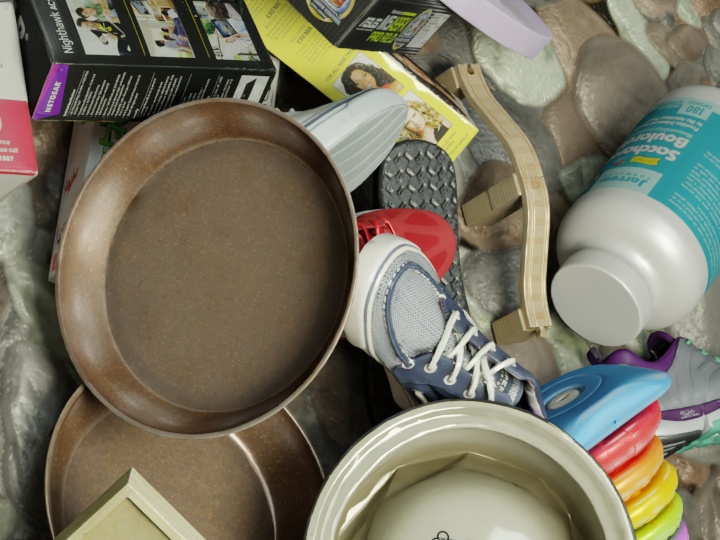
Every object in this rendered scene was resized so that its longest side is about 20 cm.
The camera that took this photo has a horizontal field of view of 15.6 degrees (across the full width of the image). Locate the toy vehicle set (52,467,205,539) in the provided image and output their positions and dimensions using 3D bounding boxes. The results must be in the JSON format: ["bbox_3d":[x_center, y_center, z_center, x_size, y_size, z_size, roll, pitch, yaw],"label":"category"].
[{"bbox_3d":[-0.105,0.225,1.489,0.200,0.124,0.027,46,10,-11],"label":"toy vehicle set"}]

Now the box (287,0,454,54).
[{"bbox_3d":[-0.031,-0.209,1.687,0.160,0.044,0.200,45,13,9],"label":"box"}]

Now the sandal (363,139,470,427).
[{"bbox_3d":[0.034,0.016,1.720,0.075,0.045,0.201,4,80,-22],"label":"sandal"}]

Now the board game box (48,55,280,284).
[{"bbox_3d":[-0.121,-0.066,1.656,0.126,0.035,0.200,21,59,-27],"label":"board game box"}]

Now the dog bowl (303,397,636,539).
[{"bbox_3d":[0.062,0.182,1.567,0.200,0.074,0.201,1,73,-5],"label":"dog bowl"}]

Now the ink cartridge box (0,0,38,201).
[{"bbox_3d":[-0.282,-0.139,1.537,0.145,0.084,0.201,1,71,-36],"label":"ink cartridge box"}]

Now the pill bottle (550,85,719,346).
[{"bbox_3d":[0.209,-0.034,1.835,0.111,0.111,0.200,48,50,-9],"label":"pill bottle"}]

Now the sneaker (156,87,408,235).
[{"bbox_3d":[-0.050,-0.077,1.641,0.071,0.073,0.200,39,42,22],"label":"sneaker"}]

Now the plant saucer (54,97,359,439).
[{"bbox_3d":[-0.085,0.000,1.532,0.034,0.200,0.201,21,53,-63],"label":"plant saucer"}]

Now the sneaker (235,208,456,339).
[{"bbox_3d":[0.000,0.000,1.611,0.200,0.115,0.079,-22,90,-34],"label":"sneaker"}]

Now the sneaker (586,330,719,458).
[{"bbox_3d":[0.250,0.076,1.845,0.200,0.074,0.088,-6,69,-37],"label":"sneaker"}]

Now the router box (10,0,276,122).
[{"bbox_3d":[-0.154,-0.177,1.617,0.149,0.051,0.200,0,48,-30],"label":"router box"}]

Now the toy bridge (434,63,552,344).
[{"bbox_3d":[0.098,-0.048,1.789,0.027,0.067,0.200,-4,72,-37],"label":"toy bridge"}]

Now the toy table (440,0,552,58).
[{"bbox_3d":[0.094,-0.237,1.790,0.184,0.117,0.200,48,15,23],"label":"toy table"}]

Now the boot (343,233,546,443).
[{"bbox_3d":[0.056,0.046,1.590,0.073,0.090,0.200,-61,155,-13],"label":"boot"}]

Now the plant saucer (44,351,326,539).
[{"bbox_3d":[-0.107,0.145,1.573,0.200,0.037,0.201,15,62,-31],"label":"plant saucer"}]

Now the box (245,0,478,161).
[{"bbox_3d":[-0.015,-0.144,1.740,0.200,0.050,0.075,37,10,-18],"label":"box"}]

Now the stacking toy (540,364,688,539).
[{"bbox_3d":[0.178,0.167,1.742,0.116,0.110,0.200,-35,105,-21],"label":"stacking toy"}]
